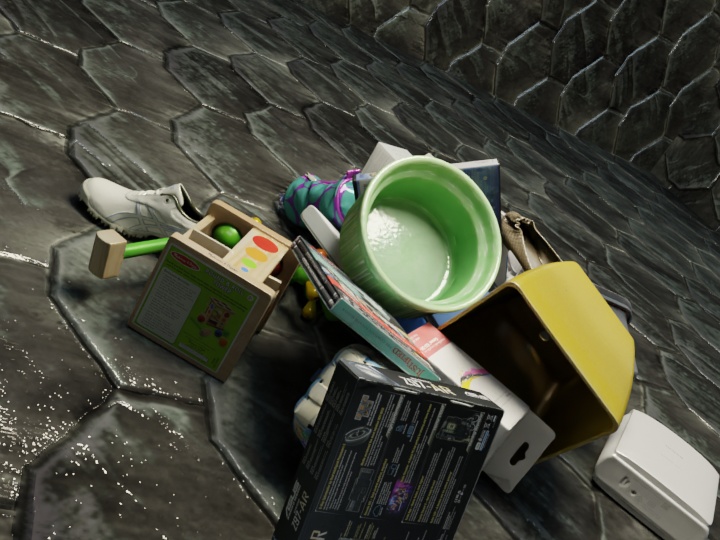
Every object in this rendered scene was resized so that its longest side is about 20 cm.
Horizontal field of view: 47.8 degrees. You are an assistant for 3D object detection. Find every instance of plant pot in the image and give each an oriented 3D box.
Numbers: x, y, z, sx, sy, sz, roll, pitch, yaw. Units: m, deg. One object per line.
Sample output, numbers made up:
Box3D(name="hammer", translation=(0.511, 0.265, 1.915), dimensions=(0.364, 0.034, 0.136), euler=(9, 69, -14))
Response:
Box3D(name="plant pot", translation=(0.222, 0.102, 1.009), dimensions=(0.176, 0.200, 0.200), euler=(-31, 84, -44))

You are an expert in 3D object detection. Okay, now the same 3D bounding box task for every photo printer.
Box3D(name="photo printer", translation=(0.427, 0.288, 1.162), dimensions=(0.166, 0.070, 0.200), euler=(39, 25, 15))

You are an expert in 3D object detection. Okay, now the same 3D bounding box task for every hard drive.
Box3D(name="hard drive", translation=(0.000, 0.000, 1.160), dimensions=(0.200, 0.026, 0.132), euler=(43, 7, -50))

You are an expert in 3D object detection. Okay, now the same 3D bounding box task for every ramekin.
Box3D(name="ramekin", translation=(0.069, -0.034, 1.031), dimensions=(0.199, 0.098, 0.201), euler=(8, 71, -25))

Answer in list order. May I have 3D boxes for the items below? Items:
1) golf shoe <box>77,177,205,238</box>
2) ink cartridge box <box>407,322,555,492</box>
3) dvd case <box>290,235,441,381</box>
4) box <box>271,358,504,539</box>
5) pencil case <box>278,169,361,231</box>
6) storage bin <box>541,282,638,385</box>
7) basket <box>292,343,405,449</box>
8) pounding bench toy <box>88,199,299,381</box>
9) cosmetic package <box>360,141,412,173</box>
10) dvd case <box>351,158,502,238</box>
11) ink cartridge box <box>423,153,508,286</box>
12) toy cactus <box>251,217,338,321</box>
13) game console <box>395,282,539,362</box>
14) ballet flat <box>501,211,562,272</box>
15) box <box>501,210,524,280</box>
Box3D(name="golf shoe", translation=(-0.258, -0.081, 1.034), dimensions=(0.200, 0.097, 0.078), euler=(29, 26, -2))
Box3D(name="ink cartridge box", translation=(0.113, 0.173, 0.954), dimensions=(0.200, 0.117, 0.067), euler=(39, 31, 18))
Box3D(name="dvd case", translation=(0.000, 0.040, 0.878), dimensions=(0.146, 0.022, 0.200), euler=(40, 6, -26))
Box3D(name="box", translation=(0.022, 0.192, 0.717), dimensions=(0.160, 0.201, 0.044), euler=(16, 8, -29))
Box3D(name="pencil case", translation=(-0.046, -0.105, 1.237), dimensions=(0.085, 0.093, 0.200), euler=(-12, 11, -28))
Box3D(name="storage bin", translation=(0.300, 0.133, 1.175), dimensions=(0.145, 0.200, 0.135), euler=(23, 35, -17))
Box3D(name="basket", translation=(0.013, 0.162, 0.862), dimensions=(0.176, 0.139, 0.200), euler=(37, -3, 17))
Box3D(name="pounding bench toy", translation=(-0.189, -0.004, 0.932), dimensions=(0.200, 0.124, 0.156), euler=(31, 24, -2))
Box3D(name="cosmetic package", translation=(0.082, -0.137, 1.515), dimensions=(0.081, 0.113, 0.200), euler=(7, 36, -42))
Box3D(name="dvd case", translation=(0.095, -0.080, 1.130), dimensions=(0.199, 0.143, 0.018), euler=(-6, 38, 5))
Box3D(name="ink cartridge box", translation=(0.115, -0.049, 1.282), dimensions=(0.144, 0.147, 0.200), euler=(-32, 56, -15))
Box3D(name="toy cactus", translation=(-0.096, -0.010, 1.110), dimensions=(0.199, 0.103, 0.165), euler=(26, 14, 8))
Box3D(name="game console", translation=(0.127, 0.080, 1.087), dimensions=(0.200, 0.176, 0.116), euler=(57, -2, 5))
Box3D(name="ballet flat", translation=(0.259, -0.006, 1.132), dimensions=(0.067, 0.046, 0.200), euler=(-16, 61, -25))
Box3D(name="box", translation=(0.202, -0.032, 1.392), dimensions=(0.200, 0.159, 0.048), euler=(42, 16, 20))
